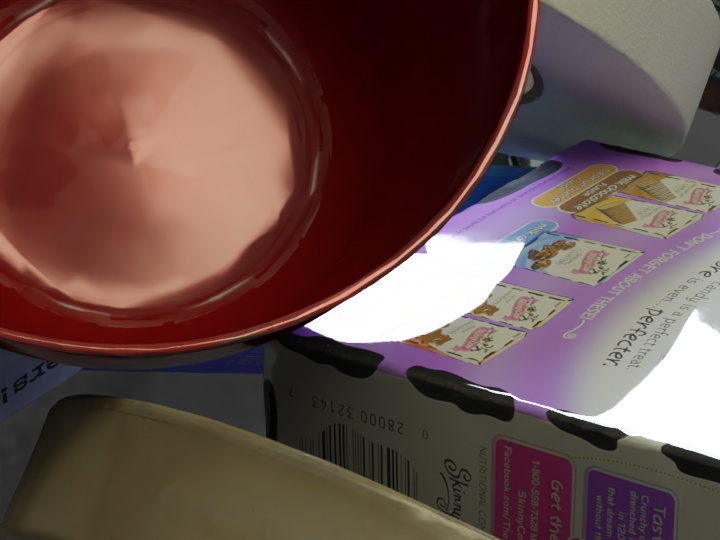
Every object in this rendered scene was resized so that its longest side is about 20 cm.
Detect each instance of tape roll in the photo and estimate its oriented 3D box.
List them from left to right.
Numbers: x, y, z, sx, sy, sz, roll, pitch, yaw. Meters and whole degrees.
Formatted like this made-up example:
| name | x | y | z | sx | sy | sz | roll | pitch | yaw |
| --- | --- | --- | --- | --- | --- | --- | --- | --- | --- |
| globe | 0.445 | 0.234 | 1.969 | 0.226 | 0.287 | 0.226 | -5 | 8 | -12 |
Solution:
| name | x | y | z | sx | sy | sz | roll | pitch | yaw |
| --- | --- | --- | --- | --- | --- | --- | --- | --- | --- |
| tape roll | 0.010 | -0.088 | 0.869 | 0.203 | 0.203 | 0.037 | 23 | 80 | -7 |

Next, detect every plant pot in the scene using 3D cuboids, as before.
| name | x | y | z | sx | sy | sz | roll | pitch | yaw |
| --- | --- | --- | --- | --- | --- | --- | --- | --- | --- |
| plant pot | -0.022 | 0.150 | 0.681 | 0.200 | 0.200 | 0.174 | 27 | 75 | -2 |

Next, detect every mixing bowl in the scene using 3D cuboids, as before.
| name | x | y | z | sx | sy | sz | roll | pitch | yaw |
| --- | --- | --- | --- | --- | --- | --- | --- | --- | --- |
| mixing bowl | -0.058 | -0.053 | 0.725 | 0.200 | 0.108 | 0.200 | 1 | 68 | -2 |

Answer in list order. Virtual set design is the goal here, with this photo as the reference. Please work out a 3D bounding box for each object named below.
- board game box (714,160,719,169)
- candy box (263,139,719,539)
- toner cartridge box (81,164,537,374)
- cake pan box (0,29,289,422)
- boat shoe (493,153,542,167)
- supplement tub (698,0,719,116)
| name | x | y | z | sx | sy | sz | roll | pitch | yaw |
| --- | --- | --- | --- | --- | --- | --- | --- | --- | --- |
| board game box | 0.165 | -0.047 | 1.026 | 0.028 | 0.135 | 0.200 | 38 | 42 | 10 |
| candy box | 0.102 | 0.040 | 0.762 | 0.200 | 0.072 | 0.168 | 16 | 29 | 33 |
| toner cartridge box | 0.000 | 0.000 | 0.912 | 0.200 | 0.095 | 0.043 | 2 | 68 | -28 |
| cake pan box | -0.145 | -0.039 | 0.802 | 0.200 | 0.052 | 0.184 | -33 | 72 | -20 |
| boat shoe | -0.027 | -0.082 | 0.999 | 0.200 | 0.076 | 0.060 | 32 | 40 | 10 |
| supplement tub | 0.175 | -0.160 | 1.095 | 0.107 | 0.200 | 0.107 | 16 | 42 | -15 |
